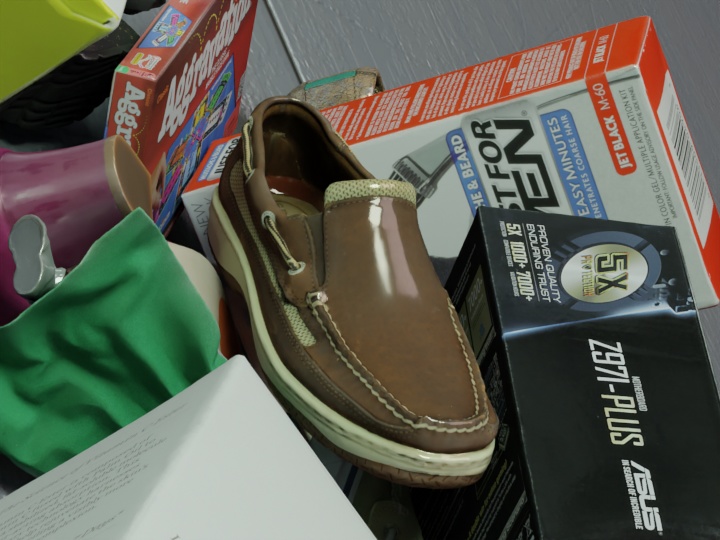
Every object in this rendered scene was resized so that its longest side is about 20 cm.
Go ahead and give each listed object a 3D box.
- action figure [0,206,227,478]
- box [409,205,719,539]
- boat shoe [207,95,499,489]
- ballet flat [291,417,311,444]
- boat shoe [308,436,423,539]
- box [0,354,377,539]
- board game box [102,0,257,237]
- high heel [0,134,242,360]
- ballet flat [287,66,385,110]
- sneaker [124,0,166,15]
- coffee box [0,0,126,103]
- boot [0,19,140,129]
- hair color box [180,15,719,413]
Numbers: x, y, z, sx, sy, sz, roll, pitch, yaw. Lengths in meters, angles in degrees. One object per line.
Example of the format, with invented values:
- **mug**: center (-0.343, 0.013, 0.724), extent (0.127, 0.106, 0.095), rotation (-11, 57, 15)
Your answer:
- **action figure**: center (-0.078, 0.052, 0.984), extent (0.200, 0.118, 0.055), rotation (46, 15, -50)
- **box**: center (0.066, 0.104, 1.061), extent (0.086, 0.200, 0.164), rotation (6, 46, -16)
- **boat shoe**: center (-0.006, 0.000, 1.016), extent (0.075, 0.075, 0.202), rotation (-2, 32, -29)
- **ballet flat**: center (0.049, 0.090, 1.224), extent (0.200, 0.062, 0.068), rotation (35, 33, -44)
- **boat shoe**: center (-0.001, 0.124, 1.017), extent (0.072, 0.062, 0.200), rotation (96, 8, -55)
- **box**: center (-0.085, 0.137, 0.778), extent (0.106, 0.152, 0.200), rotation (54, 24, -11)
- **board game box**: center (-0.074, -0.070, 1.132), extent (0.019, 0.103, 0.200), rotation (13, 27, 6)
- **high heel**: center (-0.106, 0.019, 1.035), extent (0.200, 0.096, 0.068), rotation (67, 15, -48)
- **ballet flat**: center (0.041, -0.024, 1.338), extent (0.200, 0.067, 0.068), rotation (45, 27, -32)
- **sneaker**: center (-0.116, -0.171, 1.050), extent (0.111, 0.077, 0.200), rotation (18, 33, -30)
- **coffee box**: center (-0.196, -0.143, 0.823), extent (0.200, 0.200, 0.198), rotation (48, 26, -26)
- **boot**: center (-0.169, -0.115, 1.043), extent (0.131, 0.068, 0.200), rotation (53, 20, 9)
- **hair color box**: center (0.040, -0.021, 1.136), extent (0.064, 0.200, 0.111), rotation (-65, 136, -62)
